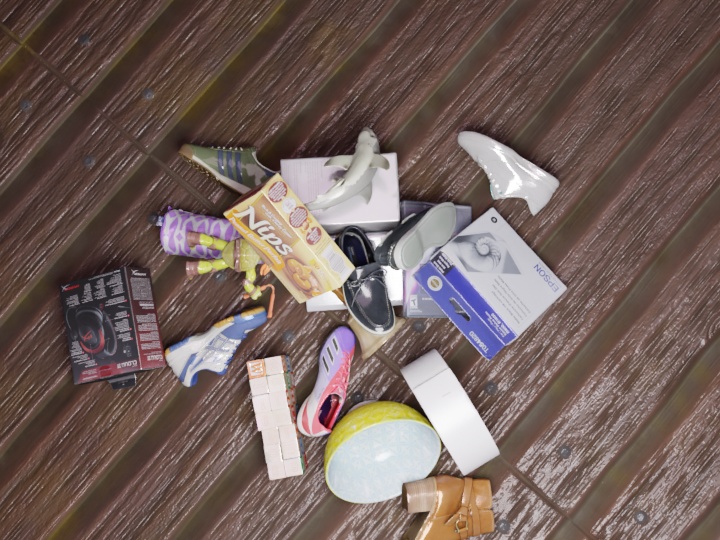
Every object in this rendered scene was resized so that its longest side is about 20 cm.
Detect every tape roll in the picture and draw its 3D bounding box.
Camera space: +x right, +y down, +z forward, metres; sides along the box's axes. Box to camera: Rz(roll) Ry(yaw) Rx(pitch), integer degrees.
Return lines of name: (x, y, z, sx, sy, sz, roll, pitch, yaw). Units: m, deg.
tape roll: (0.145, 0.229, 1.310, 0.071, 0.202, 0.203, -31, 83, -1)

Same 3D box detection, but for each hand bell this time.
hand bell: (-0.025, 0.046, 1.377, 0.104, 0.104, 0.200, -43, 89, -2)

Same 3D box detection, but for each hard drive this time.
hard drive: (0.000, 0.000, 1.415, 0.199, 0.025, 0.132, -4, 100, 2)

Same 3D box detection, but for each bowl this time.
bowl: (0.024, 0.283, 1.345, 0.200, 0.200, 0.108, -26, 41, 0)

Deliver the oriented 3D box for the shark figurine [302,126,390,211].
shark figurine: (-0.023, -0.130, 1.303, 0.214, 0.090, 0.128, -43, 50, -11)

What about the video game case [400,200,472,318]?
video game case: (0.135, -0.018, 1.396, 0.142, 0.019, 0.201, 2, 84, -28)

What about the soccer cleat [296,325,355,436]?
soccer cleat: (-0.044, 0.189, 1.367, 0.068, 0.073, 0.200, 33, 66, -28)

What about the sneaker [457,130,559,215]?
sneaker: (0.247, -0.172, 1.419, 0.200, 0.075, 0.089, 32, 98, 5)

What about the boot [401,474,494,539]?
boot: (0.150, 0.446, 1.354, 0.154, 0.074, 0.201, -1, 98, -11)

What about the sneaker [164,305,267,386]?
sneaker: (-0.242, 0.133, 1.412, 0.200, 0.075, 0.088, -28, 91, 9)

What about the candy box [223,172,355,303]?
candy box: (-0.115, -0.048, 1.291, 0.200, 0.115, 0.055, 52, 48, -15)

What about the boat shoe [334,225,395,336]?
boat shoe: (0.006, 0.015, 1.329, 0.074, 0.062, 0.201, -12, 68, -16)

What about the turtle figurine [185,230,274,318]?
turtle figurine: (-0.211, -0.016, 1.352, 0.161, 0.064, 0.201, 0, 98, 1)

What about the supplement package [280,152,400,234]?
supplement package: (-0.032, -0.128, 1.399, 0.199, 0.120, 0.122, -2, 83, 2)

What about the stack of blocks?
stack of blocks: (-0.140, 0.249, 1.366, 0.058, 0.115, 0.201, -10, 84, 2)

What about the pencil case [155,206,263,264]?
pencil case: (-0.256, -0.062, 1.427, 0.199, 0.084, 0.086, 8, 63, 2)

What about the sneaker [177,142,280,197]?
sneaker: (-0.225, -0.191, 1.448, 0.200, 0.067, 0.090, 33, 79, 6)

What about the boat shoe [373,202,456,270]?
boat shoe: (0.093, -0.063, 1.329, 0.060, 0.200, 0.076, 4, 114, 35)

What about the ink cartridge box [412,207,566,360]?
ink cartridge box: (0.223, 0.019, 1.371, 0.200, 0.041, 0.200, -39, 83, -26)

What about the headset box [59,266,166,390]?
headset box: (-0.431, 0.107, 1.397, 0.148, 0.075, 0.201, -15, 82, 21)
